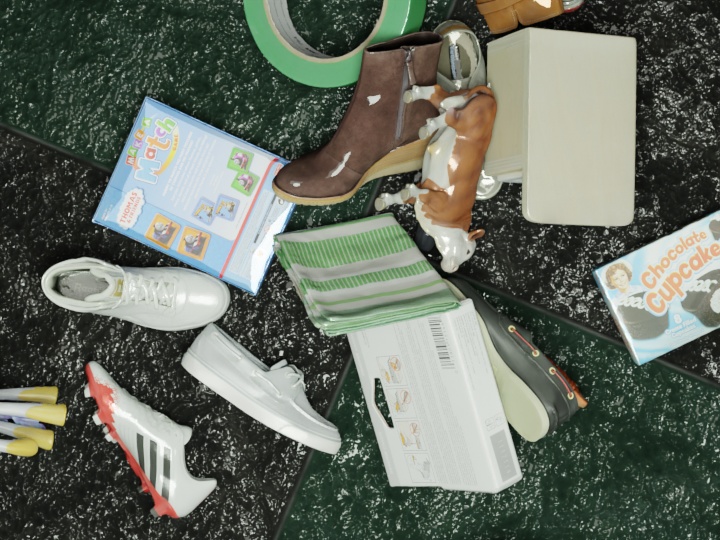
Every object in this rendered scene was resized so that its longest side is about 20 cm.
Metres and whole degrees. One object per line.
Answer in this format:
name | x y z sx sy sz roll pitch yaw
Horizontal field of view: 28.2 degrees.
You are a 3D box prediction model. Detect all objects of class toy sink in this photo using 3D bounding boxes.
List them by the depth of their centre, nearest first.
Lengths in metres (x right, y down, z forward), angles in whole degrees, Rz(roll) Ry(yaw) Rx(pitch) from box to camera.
toy sink | 0.210 -0.146 1.523 0.130 0.112 0.201 1 88 -21

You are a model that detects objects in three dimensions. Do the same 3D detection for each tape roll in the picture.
tape roll | -0.029 -0.298 1.536 0.199 0.048 0.202 4 100 23

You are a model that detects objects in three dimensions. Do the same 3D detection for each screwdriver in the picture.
screwdriver | 0.106 -0.109 1.555 0.029 0.028 0.201 39 115 29

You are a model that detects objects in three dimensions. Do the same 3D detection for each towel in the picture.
towel | 0.000 0.000 1.499 0.152 0.200 0.024 -11 120 -15

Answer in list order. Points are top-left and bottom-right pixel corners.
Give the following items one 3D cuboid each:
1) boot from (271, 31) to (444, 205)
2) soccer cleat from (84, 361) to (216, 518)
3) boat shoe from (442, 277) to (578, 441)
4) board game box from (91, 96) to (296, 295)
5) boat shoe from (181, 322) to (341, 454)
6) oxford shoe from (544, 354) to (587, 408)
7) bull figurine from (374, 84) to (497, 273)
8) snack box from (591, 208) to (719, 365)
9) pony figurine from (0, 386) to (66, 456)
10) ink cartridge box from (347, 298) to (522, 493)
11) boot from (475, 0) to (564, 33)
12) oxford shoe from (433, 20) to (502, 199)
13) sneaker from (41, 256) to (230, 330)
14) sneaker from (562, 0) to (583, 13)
boot | -0.003 -0.164 1.509 0.199 0.072 0.167 -18 134 -23
soccer cleat | -0.234 0.179 1.580 0.085 0.069 0.201 -31 93 -7
boat shoe | 0.148 0.086 1.506 0.063 0.074 0.202 -26 67 -32
board game box | -0.175 -0.082 1.586 0.199 0.037 0.152 24 91 -1
boat shoe | -0.099 0.128 1.577 0.199 0.072 0.069 32 91 10
oxford shoe | 0.154 0.106 1.569 0.199 0.071 0.073 33 95 11
bull figurine | 0.087 -0.100 1.506 0.121 0.065 0.201 5 100 -41
snack box | 0.369 0.009 1.574 0.199 0.037 0.117 -26 90 2
pony figurine | -0.427 0.145 1.536 0.199 0.193 0.168 9 94 -18
ink cartridge box | 0.075 0.135 1.536 0.045 0.176 0.201 -21 98 -37
boot | 0.118 -0.329 1.546 0.074 0.199 0.155 -47 123 -38
oxford shoe | 0.114 -0.176 1.568 0.075 0.058 0.201 -10 93 -2
sneaker | -0.245 0.027 1.551 0.199 0.116 0.074 4 89 0
sneaker | 0.193 -0.375 1.550 0.077 0.082 0.201 -20 91 1
